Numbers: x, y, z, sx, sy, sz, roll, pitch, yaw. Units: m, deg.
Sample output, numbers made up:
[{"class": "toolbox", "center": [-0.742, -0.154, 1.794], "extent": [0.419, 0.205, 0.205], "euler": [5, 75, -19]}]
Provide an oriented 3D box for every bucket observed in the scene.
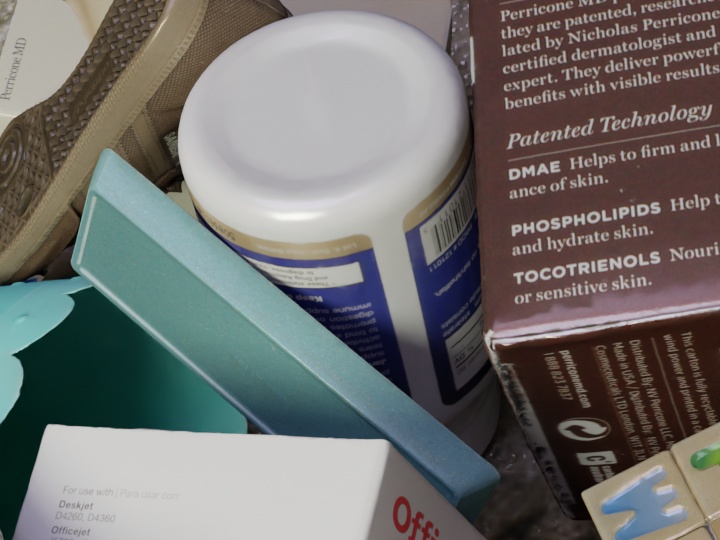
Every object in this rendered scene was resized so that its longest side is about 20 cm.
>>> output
[{"class": "bucket", "center": [-0.151, 0.100, 1.038], "extent": [0.134, 0.207, 0.208], "euler": [0, 62, 29]}]

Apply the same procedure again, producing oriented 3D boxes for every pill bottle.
[{"class": "pill bottle", "center": [0.000, 0.000, 1.008], "extent": [0.115, 0.200, 0.116], "euler": [-6, 49, 7]}]

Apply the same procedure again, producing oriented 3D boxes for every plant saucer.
[{"class": "plant saucer", "center": [-0.035, 0.036, 0.945], "extent": [0.200, 0.070, 0.019], "euler": [40, 54, 12]}]

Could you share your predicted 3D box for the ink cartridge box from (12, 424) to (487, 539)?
[{"class": "ink cartridge box", "center": [-0.045, 0.174, 0.865], "extent": [0.146, 0.147, 0.201], "euler": [0, 63, 29]}]

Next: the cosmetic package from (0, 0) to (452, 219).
[{"class": "cosmetic package", "center": [-0.062, -0.076, 1.124], "extent": [0.199, 0.073, 0.104], "euler": [6, 54, 3]}]

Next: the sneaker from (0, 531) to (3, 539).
[{"class": "sneaker", "center": [-0.134, 0.106, 0.813], "extent": [0.199, 0.073, 0.085], "euler": [8, 69, 34]}]

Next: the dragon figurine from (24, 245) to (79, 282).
[{"class": "dragon figurine", "center": [-0.150, 0.001, 1.178], "extent": [0.199, 0.100, 0.059], "euler": [10, 64, 9]}]

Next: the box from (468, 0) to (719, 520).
[{"class": "box", "center": [0.140, -0.029, 0.977], "extent": [0.164, 0.166, 0.201], "euler": [-9, 58, 12]}]

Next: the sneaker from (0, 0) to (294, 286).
[{"class": "sneaker", "center": [-0.098, -0.050, 1.037], "extent": [0.200, 0.075, 0.071], "euler": [-45, 39, 39]}]

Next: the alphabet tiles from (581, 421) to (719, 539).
[{"class": "alphabet tiles", "center": [0.176, 0.104, 0.743], "extent": [0.167, 0.008, 0.200], "euler": [-26, 47, 3]}]
